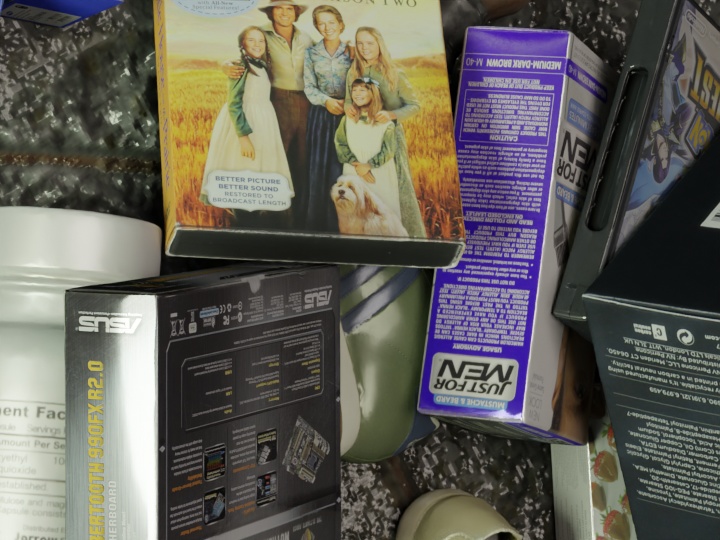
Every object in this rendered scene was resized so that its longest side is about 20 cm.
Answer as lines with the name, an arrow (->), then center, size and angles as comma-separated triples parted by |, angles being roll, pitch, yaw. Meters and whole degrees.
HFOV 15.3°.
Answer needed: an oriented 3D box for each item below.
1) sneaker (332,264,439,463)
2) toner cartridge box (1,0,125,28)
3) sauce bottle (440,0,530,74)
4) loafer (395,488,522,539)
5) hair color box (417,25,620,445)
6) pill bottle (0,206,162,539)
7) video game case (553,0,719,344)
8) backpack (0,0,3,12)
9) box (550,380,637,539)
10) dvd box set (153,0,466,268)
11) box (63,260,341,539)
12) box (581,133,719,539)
sneaker -> 0.000, 0.000, 1.375 | 0.090, 0.067, 0.201 | 2, 82, -41
toner cartridge box -> -0.137, -0.224, 1.297 | 0.043, 0.095, 0.201 | 9, 82, -26
sauce bottle -> 0.083, -0.181, 1.421 | 0.065, 0.065, 0.200 | 44, 68, -18
loafer -> 0.052, 0.213, 1.380 | 0.075, 0.068, 0.201 | -1, 88, -27
hair color box -> 0.086, -0.016, 1.386 | 0.109, 0.065, 0.201 | 23, 74, -66
pill bottle -> -0.146, 0.075, 1.262 | 0.114, 0.114, 0.201 | 7, 84, -26
video game case -> 0.177, -0.029, 1.427 | 0.200, 0.025, 0.181 | 34, 70, -55
backpack -> -0.246, -0.149, 1.217 | 0.182, 0.134, 0.201 | -28, 102, -24
box -> 0.131, 0.159, 1.439 | 0.039, 0.041, 0.201 | -2, 87, -27
dvd box set -> -0.028, -0.097, 1.321 | 0.146, 0.029, 0.201 | 4, 61, -14
box -> -0.069, 0.080, 1.237 | 0.200, 0.048, 0.159 | -11, 103, -66
box -> 0.227, 0.045, 1.385 | 0.200, 0.124, 0.197 | -46, 131, -40
